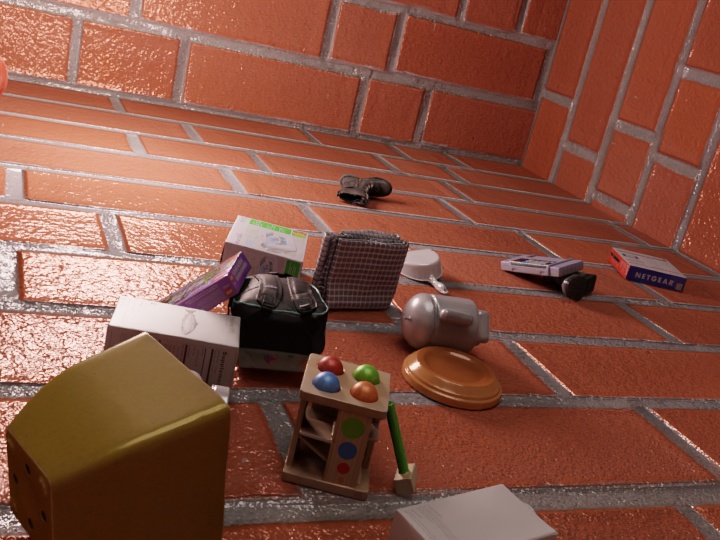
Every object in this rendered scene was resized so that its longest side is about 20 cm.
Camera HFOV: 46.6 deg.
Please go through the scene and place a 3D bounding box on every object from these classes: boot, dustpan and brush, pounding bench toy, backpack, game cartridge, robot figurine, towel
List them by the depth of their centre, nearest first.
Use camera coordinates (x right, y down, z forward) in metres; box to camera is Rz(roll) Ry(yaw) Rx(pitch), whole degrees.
[{"bbox_3d":[0.004,0.221,1.193,0.196,0.159,0.125,14,18,-1],"label":"pounding bench toy"},{"bbox_3d":[-0.149,0.086,1.468,0.172,0.157,0.201,4,22,-12],"label":"backpack"},{"bbox_3d":[0.165,0.109,1.703,0.196,0.116,0.169,8,-19,-18],"label":"robot figurine"},{"bbox_3d":[0.000,0.000,1.813,0.197,0.169,0.086,1,28,-33],"label":"towel"},{"bbox_3d":[0.168,0.005,2.115,0.137,0.059,0.199,-9,21,-25],"label":"dustpan and brush"},{"bbox_3d":[0.564,0.030,2.325,0.130,0.071,0.198,18,11,32],"label":"boot"},{"bbox_3d":[0.505,-0.016,2.336,0.128,0.039,0.198,-7,11,-43],"label":"game cartridge"},{"bbox_3d":[0.014,-0.249,2.708,0.195,0.071,0.175,8,25,-8],"label":"boot"}]

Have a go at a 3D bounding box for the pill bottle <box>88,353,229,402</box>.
[{"bbox_3d":[-0.284,0.186,1.148,0.196,0.115,0.113,12,19,-10],"label":"pill bottle"}]

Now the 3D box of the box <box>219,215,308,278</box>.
[{"bbox_3d":[-0.213,-0.030,1.849,0.173,0.099,0.201,15,19,-4],"label":"box"}]

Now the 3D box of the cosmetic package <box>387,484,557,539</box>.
[{"bbox_3d":[0.140,0.348,1.057,0.197,0.083,0.113,2,22,-36],"label":"cosmetic package"}]

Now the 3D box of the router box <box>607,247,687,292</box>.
[{"bbox_3d":[0.920,-0.005,2.689,0.196,0.050,0.180,13,19,-5],"label":"router box"}]

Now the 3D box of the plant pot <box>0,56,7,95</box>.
[{"bbox_3d":[-1.196,-0.574,2.540,0.196,0.204,0.196,9,27,-15],"label":"plant pot"}]

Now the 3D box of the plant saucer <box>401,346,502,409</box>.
[{"bbox_3d":[0.176,0.196,1.583,0.196,0.038,0.201,12,19,-4],"label":"plant saucer"}]

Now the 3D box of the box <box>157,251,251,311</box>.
[{"bbox_3d":[-0.289,0.048,1.455,0.039,0.198,0.137,57,12,-15],"label":"box"}]

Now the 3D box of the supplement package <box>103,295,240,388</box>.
[{"bbox_3d":[-0.292,0.129,1.296,0.196,0.120,0.117,11,18,-11],"label":"supplement package"}]

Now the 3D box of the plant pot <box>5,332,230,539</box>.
[{"bbox_3d":[-0.285,0.221,0.950,0.198,0.199,0.193,-17,34,-41],"label":"plant pot"}]
